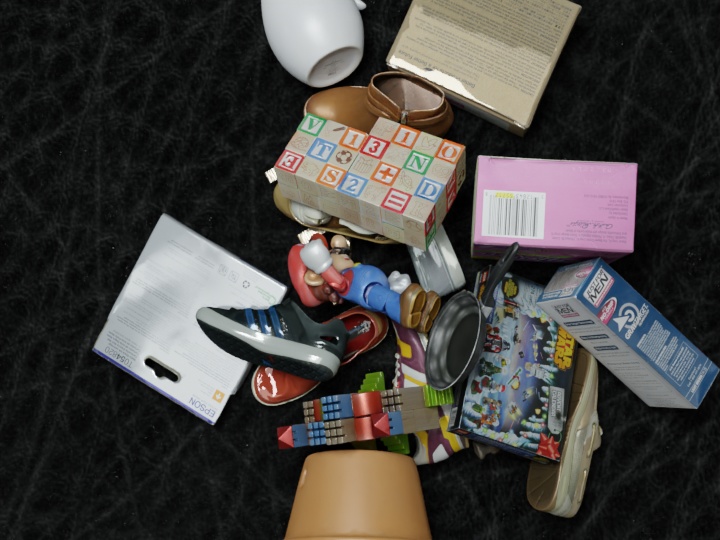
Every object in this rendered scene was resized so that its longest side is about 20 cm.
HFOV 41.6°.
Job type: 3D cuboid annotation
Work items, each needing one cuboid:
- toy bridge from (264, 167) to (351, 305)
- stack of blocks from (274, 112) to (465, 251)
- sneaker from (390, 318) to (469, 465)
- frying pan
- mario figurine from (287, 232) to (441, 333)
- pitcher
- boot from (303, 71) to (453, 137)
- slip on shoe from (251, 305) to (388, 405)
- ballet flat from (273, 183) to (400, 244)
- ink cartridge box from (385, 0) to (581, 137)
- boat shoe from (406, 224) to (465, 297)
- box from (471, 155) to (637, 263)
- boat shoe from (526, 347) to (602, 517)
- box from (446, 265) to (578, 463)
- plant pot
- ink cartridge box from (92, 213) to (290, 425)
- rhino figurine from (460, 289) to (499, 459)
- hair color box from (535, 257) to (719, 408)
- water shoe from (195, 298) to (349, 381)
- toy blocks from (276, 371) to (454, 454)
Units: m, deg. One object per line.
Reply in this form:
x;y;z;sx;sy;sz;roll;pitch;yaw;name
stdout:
-0.049;-0.053;1.223;0.066;0.027;0.203;-29;85;4;toy bridge
0.012;-0.116;1.110;0.197;0.059;0.116;21;63;18;stack of blocks
0.062;0.141;1.177;0.089;0.075;0.204;-23;83;4;sneaker
0.124;0.046;1.068;0.030;0.115;0.193;21;99;-21;frying pan
0.000;0.000;1.138;0.197;0.125;0.106;20;53;26;mario figurine
-0.052;-0.349;1.204;0.169;0.122;0.203;-23;73;-11;pitcher
0.017;-0.206;1.159;0.195;0.155;0.076;5;86;6;boot
-0.055;0.105;1.198;0.197;0.061;0.075;-30;86;5;slip on shoe
-0.027;-0.076;1.155;0.196;0.063;0.070;12;108;19;ballet flat
0.153;-0.287;1.189;0.197;0.075;0.167;26;91;7;ink cartridge box
0.061;-0.058;1.189;0.070;0.070;0.204;-26;87;1;boat shoe
0.217;-0.065;1.107;0.172;0.200;0.099;4;87;6;box
0.259;0.198;1.160;0.064;0.072;0.204;22;76;-29;boat shoe
0.188;0.112;1.131;0.134;0.040;0.204;19;70;-15;box
-0.001;0.295;1.125;0.195;0.201;0.143;-1;71;6;plant pot
-0.218;0.063;1.228;0.197;0.041;0.203;30;91;7;ink cartridge box
0.157;0.122;1.172;0.086;0.060;0.204;-16;84;-14;rhino figurine
0.311;0.076;1.110;0.199;0.100;0.061;41;74;-9;hair color box
-0.107;0.074;1.166;0.196;0.072;0.080;19;61;16;water shoe
-0.007;0.172;1.108;0.197;0.135;0.102;-14;79;37;toy blocks
